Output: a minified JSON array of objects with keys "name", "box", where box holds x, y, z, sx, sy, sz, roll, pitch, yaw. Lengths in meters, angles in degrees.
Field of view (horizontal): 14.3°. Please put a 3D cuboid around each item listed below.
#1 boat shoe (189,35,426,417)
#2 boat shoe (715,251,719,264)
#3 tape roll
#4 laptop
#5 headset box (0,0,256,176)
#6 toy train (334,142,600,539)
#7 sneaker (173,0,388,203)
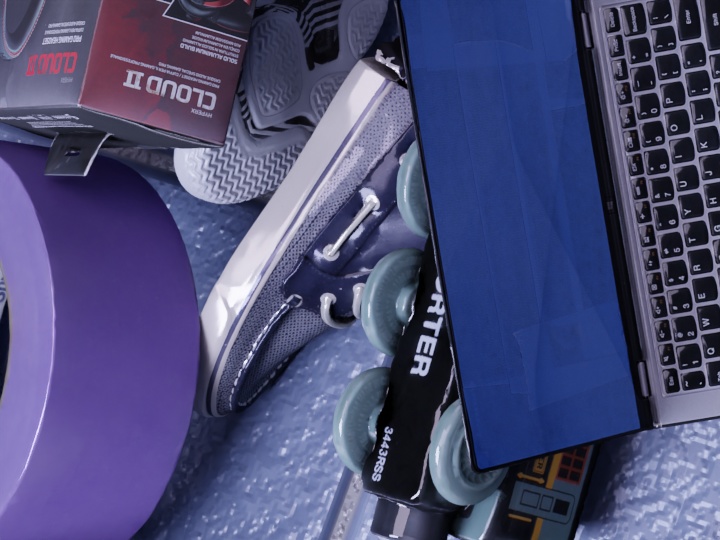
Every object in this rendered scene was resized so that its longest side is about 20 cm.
[{"name":"boat shoe","box":[0.000,0.000,1.307,0.093,0.075,0.200,35,105,15]},{"name":"boat shoe","box":[0.211,-0.078,1.215,0.072,0.059,0.200,33,94,32]},{"name":"tape roll","box":[-0.168,0.040,1.341,0.200,0.085,0.201,-9,79,49]},{"name":"laptop","box":[0.128,-0.031,1.133,0.199,0.116,0.188,-9,90,3]},{"name":"headset box","box":[-0.103,-0.138,1.269,0.148,0.075,0.201,6,82,63]},{"name":"toy train","box":[0.061,0.027,1.225,0.085,0.114,0.201,11,84,44]},{"name":"sneaker","box":[-0.058,-0.116,1.348,0.115,0.075,0.200,8,57,35]}]
